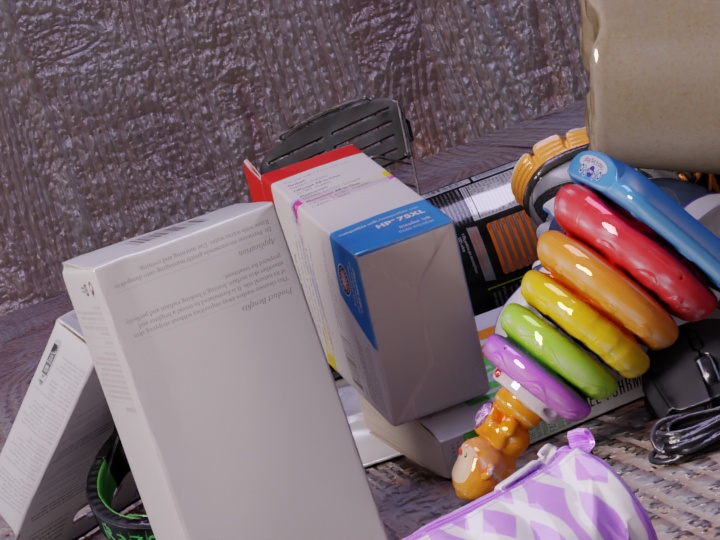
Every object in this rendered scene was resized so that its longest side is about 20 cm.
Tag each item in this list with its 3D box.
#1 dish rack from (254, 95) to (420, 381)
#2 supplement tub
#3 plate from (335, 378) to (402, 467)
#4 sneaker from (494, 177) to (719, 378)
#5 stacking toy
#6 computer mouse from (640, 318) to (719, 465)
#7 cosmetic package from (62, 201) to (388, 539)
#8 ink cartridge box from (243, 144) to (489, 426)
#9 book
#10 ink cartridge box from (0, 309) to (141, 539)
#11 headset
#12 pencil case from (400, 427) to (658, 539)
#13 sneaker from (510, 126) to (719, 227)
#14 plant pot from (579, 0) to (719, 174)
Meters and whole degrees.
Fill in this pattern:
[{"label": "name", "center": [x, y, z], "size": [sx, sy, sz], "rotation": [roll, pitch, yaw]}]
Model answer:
[{"label": "dish rack", "center": [-0.017, -0.020, 1.949], "size": [0.153, 0.201, 0.054], "rotation": [-22, -22, 32]}, {"label": "supplement tub", "center": [0.100, -0.011, 2.020], "size": [0.199, 0.123, 0.123], "rotation": [-19, 7, -4]}, {"label": "plate", "center": [-0.030, 0.106, 1.846], "size": [0.198, 0.033, 0.200], "rotation": [-18, 8, 13]}, {"label": "sneaker", "center": [0.132, 0.005, 1.679], "size": [0.199, 0.081, 0.146], "rotation": [-28, 19, -25]}, {"label": "stacking toy", "center": [0.112, 0.043, 1.541], "size": [0.200, 0.110, 0.116], "rotation": [-52, 16, 0]}, {"label": "computer mouse", "center": [0.217, 0.047, 1.539], "size": [0.140, 0.046, 0.200], "rotation": [-20, 7, 8]}, {"label": "cosmetic package", "center": [-0.073, 0.074, 1.506], "size": [0.112, 0.201, 0.081], "rotation": [-19, 7, -17]}, {"label": "ink cartridge box", "center": [0.000, 0.000, 1.695], "size": [0.067, 0.117, 0.200], "rotation": [-20, 26, -15]}, {"label": "book", "center": [0.112, 0.061, 1.703], "size": [0.199, 0.048, 0.134], "rotation": [-22, 22, -17]}, {"label": "ink cartridge box", "center": [-0.160, 0.087, 1.811], "size": [0.199, 0.040, 0.201], "rotation": [-29, -30, -56]}, {"label": "headset", "center": [-0.097, 0.090, 1.745], "size": [0.123, 0.094, 0.200], "rotation": [1, 38, 30]}, {"label": "pencil case", "center": [0.034, 0.139, 1.168], "size": [0.199, 0.086, 0.084], "rotation": [-24, 9, -27]}, {"label": "sneaker", "center": [0.200, -0.063, 1.798], "size": [0.199, 0.078, 0.078], "rotation": [-23, 49, 1]}, {"label": "plant pot", "center": [0.226, -0.134, 1.697], "size": [0.182, 0.202, 0.200], "rotation": [-3, 8, 3]}]
